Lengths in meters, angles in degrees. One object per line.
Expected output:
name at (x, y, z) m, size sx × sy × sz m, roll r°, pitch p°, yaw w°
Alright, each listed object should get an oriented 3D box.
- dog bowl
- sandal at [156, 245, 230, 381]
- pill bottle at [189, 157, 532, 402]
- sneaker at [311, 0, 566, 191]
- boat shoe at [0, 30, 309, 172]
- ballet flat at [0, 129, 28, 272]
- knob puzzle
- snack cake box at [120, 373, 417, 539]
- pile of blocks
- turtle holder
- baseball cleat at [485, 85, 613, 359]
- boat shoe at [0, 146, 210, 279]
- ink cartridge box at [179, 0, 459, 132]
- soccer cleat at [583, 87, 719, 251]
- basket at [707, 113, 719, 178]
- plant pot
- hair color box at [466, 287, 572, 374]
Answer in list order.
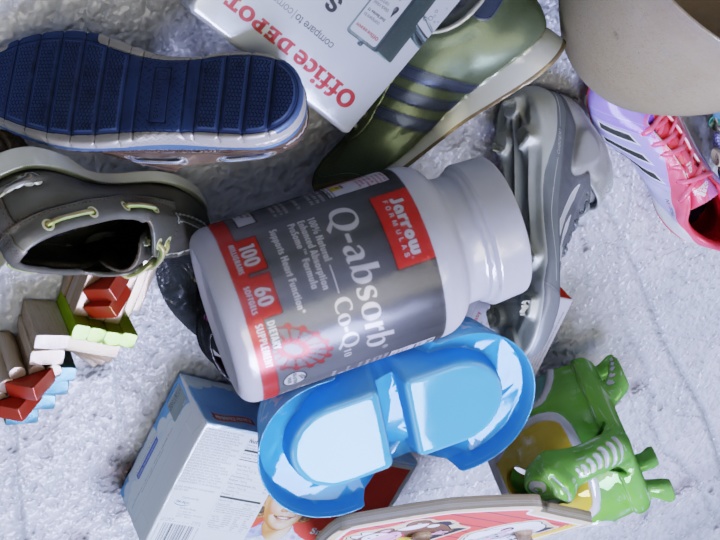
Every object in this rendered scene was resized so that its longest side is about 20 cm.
dog bowl at (0.020, 0.095, 0.850) m, size 0.199 × 0.050 × 0.112 m, roll -18°, pitch 121°, yaw -9°
sandal at (-0.065, 0.059, 0.864) m, size 0.075 × 0.048 × 0.201 m, roll -37°, pitch 104°, yaw 19°
pill bottle at (0.000, 0.000, 0.793) m, size 0.199 × 0.116 × 0.116 m, roll -19°, pitch 126°, yaw -12°
sneaker at (0.034, -0.132, 0.841) m, size 0.200 × 0.067 × 0.090 m, roll -34°, pitch 108°, yaw 8°
boat shoe at (-0.129, -0.091, 0.739) m, size 0.199 × 0.073 × 0.072 m, roll 8°, pitch 163°, yaw 8°
ballet flat at (-0.262, 0.001, 0.771) m, size 0.200 × 0.068 × 0.072 m, roll -53°, pitch 147°, yaw 5°
knob puzzle at (0.052, 0.207, 0.921) m, size 0.218 × 0.031 × 0.220 m, roll -6°, pitch 156°, yaw -3°
snack cake box at (-0.069, 0.161, 0.961) m, size 0.199 × 0.067 × 0.115 m, roll 17°, pitch 109°, yaw -35°
pile of blocks at (-0.206, 0.064, 0.831) m, size 0.200 × 0.062 × 0.082 m, roll -45°, pitch 129°, yaw 5°
turtle holder at (0.177, 0.158, 1.017) m, size 0.131 × 0.186 × 0.141 m, roll -23°, pitch 116°, yaw 8°
baseball cleat at (0.145, -0.034, 0.909) m, size 0.106 × 0.070 × 0.201 m, roll 3°, pitch 89°, yaw -34°
boat shoe at (-0.155, -0.025, 0.757) m, size 0.072 × 0.061 × 0.201 m, roll -37°, pitch 160°, yaw 21°
ink cartridge box at (-0.006, -0.207, 0.752) m, size 0.146 × 0.083 × 0.200 m, roll 34°, pitch 101°, yaw -38°
soccer cleat at (0.240, -0.088, 0.959) m, size 0.067 × 0.076 × 0.200 m, roll -43°, pitch 131°, yaw -1°
basket at (0.361, -0.089, 0.967) m, size 0.139 × 0.176 × 0.200 m, roll -42°, pitch 111°, yaw 2°
plant pot at (0.212, -0.182, 0.835) m, size 0.199 × 0.201 × 0.134 m, roll 0°, pitch 153°, yaw -28°
hair color box at (0.052, 0.042, 0.953) m, size 0.199 × 0.064 × 0.111 m, roll 7°, pitch 118°, yaw -32°
